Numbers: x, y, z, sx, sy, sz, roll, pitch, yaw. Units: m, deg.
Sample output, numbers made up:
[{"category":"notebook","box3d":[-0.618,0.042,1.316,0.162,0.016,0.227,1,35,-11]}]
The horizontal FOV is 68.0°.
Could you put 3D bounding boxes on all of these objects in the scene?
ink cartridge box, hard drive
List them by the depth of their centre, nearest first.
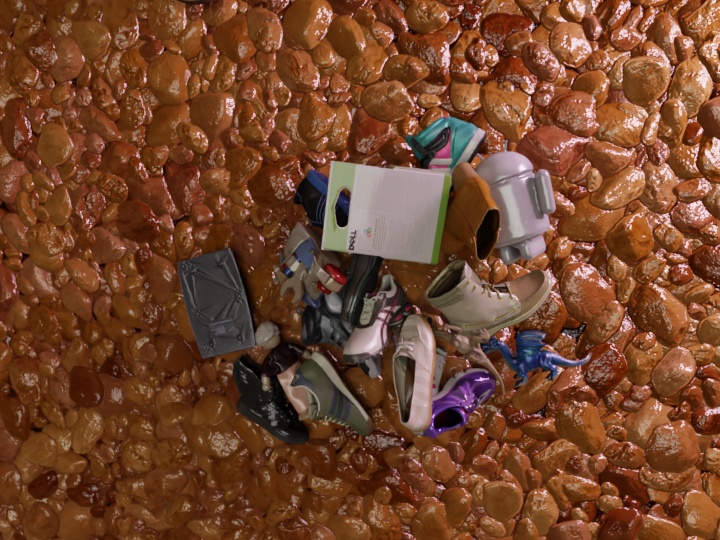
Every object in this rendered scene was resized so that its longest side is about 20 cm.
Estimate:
[{"category":"ink cartridge box","box3d":[0.040,-0.101,0.892,0.195,0.076,0.151,7,103,-5]},{"category":"hard drive","box3d":[-0.285,0.066,1.080,0.132,0.042,0.204,-14,94,11]}]

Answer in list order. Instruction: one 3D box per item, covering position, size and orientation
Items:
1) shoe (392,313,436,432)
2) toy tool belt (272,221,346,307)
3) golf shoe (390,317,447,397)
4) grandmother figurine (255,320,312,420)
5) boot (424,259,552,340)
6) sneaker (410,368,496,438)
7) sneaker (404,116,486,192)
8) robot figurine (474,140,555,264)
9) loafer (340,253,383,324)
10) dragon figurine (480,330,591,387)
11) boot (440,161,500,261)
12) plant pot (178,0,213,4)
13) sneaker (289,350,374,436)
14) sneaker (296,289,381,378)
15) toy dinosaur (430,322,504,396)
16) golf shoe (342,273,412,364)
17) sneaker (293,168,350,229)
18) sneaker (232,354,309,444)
[{"category":"shoe","box3d":[0.090,0.170,0.917,0.069,0.053,0.204,-20,61,43]},{"category":"toy tool belt","box3d":[-0.097,0.012,0.965,0.124,0.201,0.123,33,104,-32]},{"category":"golf shoe","box3d":[0.127,0.188,1.004,0.090,0.073,0.204,-20,92,10]},{"category":"grandmother figurine","box3d":[-0.147,0.193,1.053,0.060,0.120,0.202,-30,90,53]},{"category":"boot","box3d":[0.225,0.033,0.937,0.198,0.073,0.155,-35,122,15]},{"category":"sneaker","box3d":[0.179,0.248,0.961,0.198,0.083,0.082,-25,107,-29]},{"category":"sneaker","box3d":[0.122,-0.190,0.957,0.120,0.084,0.202,36,106,9]},{"category":"robot figurine","box3d":[0.257,-0.116,0.924,0.168,0.112,0.204,-16,93,44]},{"category":"loafer","box3d":[0.000,0.000,0.995,0.062,0.072,0.203,16,75,23]},{"category":"dragon figurine","box3d":[0.314,0.147,0.968,0.196,0.059,0.101,-14,101,18]},{"category":"boot","box3d":[0.177,-0.062,0.892,0.069,0.146,0.204,-6,136,-8]},{"category":"plant pot","box3d":[-0.291,-0.587,0.981,0.196,0.093,0.206,1,96,9]},{"category":"sneaker","box3d":[-0.060,0.257,1.018,0.090,0.067,0.202,-41,106,-24]},{"category":"sneaker","box3d":[-0.045,0.132,1.031,0.113,0.075,0.202,-31,88,16]},{"category":"toy dinosaur","box3d":[0.199,0.141,0.949,0.198,0.101,0.059,34,73,3]},{"category":"golf shoe","box3d":[0.019,0.087,0.951,0.076,0.200,0.090,-6,116,35]},{"category":"sneaker","box3d":[-0.048,-0.100,0.992,0.200,0.070,0.078,47,113,25]},{"category":"sneaker","box3d":[-0.178,0.259,1.074,0.197,0.060,0.106,27,103,9]}]
